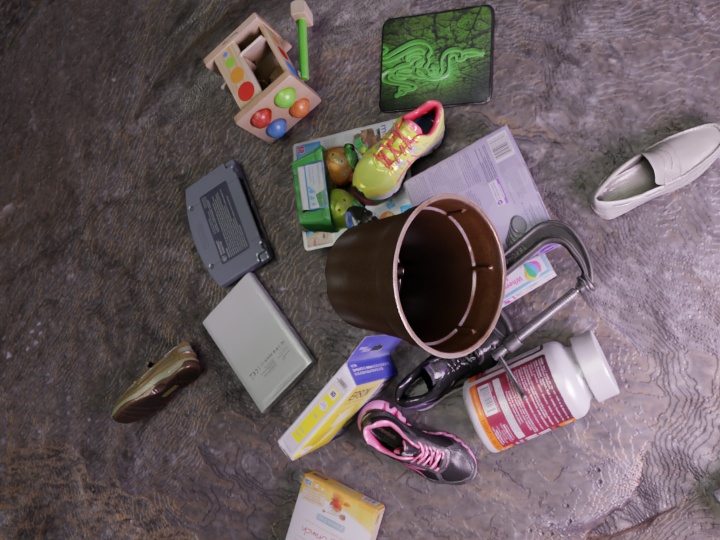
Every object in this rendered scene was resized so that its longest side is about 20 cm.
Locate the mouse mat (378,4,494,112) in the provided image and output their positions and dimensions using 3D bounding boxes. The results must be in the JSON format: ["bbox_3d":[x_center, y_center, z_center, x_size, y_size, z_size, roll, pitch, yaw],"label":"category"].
[{"bbox_3d":[0.123,-0.347,1.137,0.195,0.007,0.166,0,84,24],"label":"mouse mat"}]

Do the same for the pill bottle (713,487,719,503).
[{"bbox_3d":[0.541,0.254,0.830,0.199,0.113,0.115,-41,71,14],"label":"pill bottle"}]

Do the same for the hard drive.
[{"bbox_3d":[-0.179,0.124,1.204,0.132,0.026,0.201,-44,69,13],"label":"hard drive"}]

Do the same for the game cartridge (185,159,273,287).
[{"bbox_3d":[-0.245,-0.081,1.251,0.131,0.041,0.204,-29,74,22],"label":"game cartridge"}]

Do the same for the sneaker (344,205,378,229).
[{"bbox_3d":[0.000,0.000,1.087,0.087,0.078,0.205,-3,108,30],"label":"sneaker"}]

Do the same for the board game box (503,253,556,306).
[{"bbox_3d":[0.178,-0.002,1.051,0.197,0.034,0.137,-32,67,17],"label":"board game box"}]

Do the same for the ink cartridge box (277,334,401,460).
[{"bbox_3d":[-0.011,0.183,1.032,0.200,0.197,0.047,-48,72,12],"label":"ink cartridge box"}]

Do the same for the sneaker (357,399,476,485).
[{"bbox_3d":[0.082,0.267,1.023,0.196,0.095,0.081,24,91,4],"label":"sneaker"}]

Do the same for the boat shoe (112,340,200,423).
[{"bbox_3d":[-0.378,0.203,1.267,0.198,0.072,0.077,-34,58,9],"label":"boat shoe"}]

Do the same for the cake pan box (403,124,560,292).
[{"bbox_3d":[0.175,-0.090,1.024,0.181,0.052,0.204,-27,68,17],"label":"cake pan box"}]

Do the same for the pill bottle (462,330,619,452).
[{"bbox_3d":[0.251,0.168,0.967,0.197,0.109,0.112,-28,74,18],"label":"pill bottle"}]

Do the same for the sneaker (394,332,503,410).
[{"bbox_3d":[0.136,0.147,1.030,0.199,0.087,0.076,-41,70,13],"label":"sneaker"}]

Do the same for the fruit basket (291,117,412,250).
[{"bbox_3d":[-0.013,-0.142,1.127,0.195,0.093,0.191,-11,79,18],"label":"fruit basket"}]

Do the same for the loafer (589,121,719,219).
[{"bbox_3d":[0.411,-0.138,0.953,0.198,0.069,0.071,-35,72,16],"label":"loafer"}]

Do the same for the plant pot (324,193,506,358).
[{"bbox_3d":[0.060,0.007,0.939,0.196,0.196,0.207,-1,83,53],"label":"plant pot"}]

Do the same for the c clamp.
[{"bbox_3d":[0.239,0.041,0.935,0.200,0.027,0.172,-46,62,14],"label":"c clamp"}]

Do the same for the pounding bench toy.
[{"bbox_3d":[-0.136,-0.343,1.184,0.198,0.124,0.158,-36,72,15],"label":"pounding bench toy"}]

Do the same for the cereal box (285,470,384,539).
[{"bbox_3d":[-0.054,0.447,1.106,0.141,0.039,0.206,16,91,24],"label":"cereal box"}]

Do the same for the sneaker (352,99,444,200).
[{"bbox_3d":[0.059,-0.193,1.058,0.078,0.091,0.200,39,70,11],"label":"sneaker"}]
